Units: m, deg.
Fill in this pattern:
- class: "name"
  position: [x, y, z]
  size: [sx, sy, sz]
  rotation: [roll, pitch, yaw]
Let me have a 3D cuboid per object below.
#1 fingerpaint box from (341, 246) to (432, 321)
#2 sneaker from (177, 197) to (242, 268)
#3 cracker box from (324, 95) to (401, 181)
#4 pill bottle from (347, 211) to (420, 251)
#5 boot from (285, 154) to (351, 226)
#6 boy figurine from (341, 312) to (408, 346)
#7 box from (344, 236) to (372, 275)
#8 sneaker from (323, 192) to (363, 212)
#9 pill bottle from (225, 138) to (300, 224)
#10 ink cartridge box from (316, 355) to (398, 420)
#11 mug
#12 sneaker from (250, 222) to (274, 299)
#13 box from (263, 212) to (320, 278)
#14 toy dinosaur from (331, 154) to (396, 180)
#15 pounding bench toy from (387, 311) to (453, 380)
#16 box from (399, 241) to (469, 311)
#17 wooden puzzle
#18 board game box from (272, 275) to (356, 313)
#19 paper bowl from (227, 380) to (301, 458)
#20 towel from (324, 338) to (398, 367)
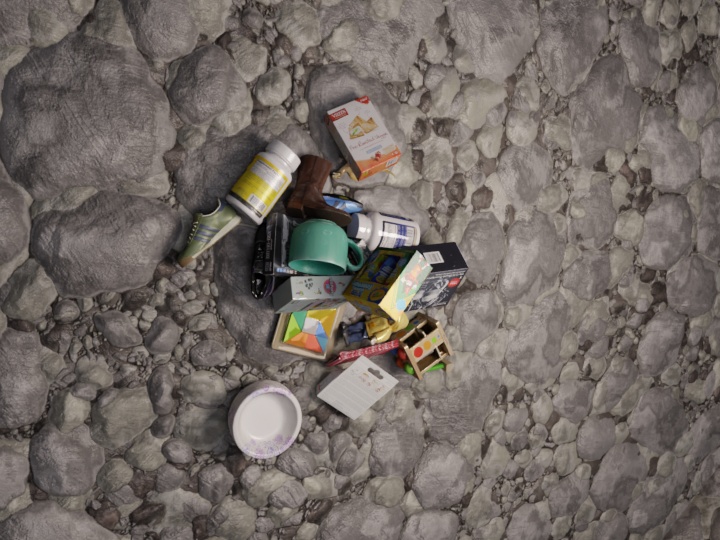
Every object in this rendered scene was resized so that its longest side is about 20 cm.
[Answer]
- class: "fingerpaint box"
  position: [0.063, 0.028, 1.502]
  size: [0.073, 0.199, 0.168]
  rotation: [43, 75, -25]
- class: "sneaker"
  position: [-0.406, -0.104, 1.514]
  size: [0.199, 0.067, 0.091]
  rotation: [-41, 106, -14]
- class: "cracker box"
  position: [0.005, -0.363, 1.616]
  size: [0.132, 0.058, 0.203]
  rotation: [-26, 78, -18]
- class: "pill bottle"
  position: [0.064, -0.109, 1.709]
  size: [0.196, 0.111, 0.114]
  rotation: [9, 96, -26]
- class: "boot"
  position: [-0.094, -0.221, 1.570]
  size: [0.182, 0.065, 0.204]
  rotation: [13, 56, 2]
- class: "boy figurine"
  position: [0.044, 0.168, 1.720]
  size: [0.195, 0.125, 0.066]
  rotation: [-14, 122, 7]
- class: "box"
  position: [0.000, 0.000, 1.669]
  size: [0.046, 0.158, 0.203]
  rotation: [-35, 112, -20]
- class: "sneaker"
  position: [-0.088, -0.173, 1.654]
  size: [0.195, 0.066, 0.080]
  rotation: [4, 107, -25]
- class: "pill bottle"
  position: [-0.249, -0.232, 1.535]
  size: [0.114, 0.114, 0.202]
  rotation: [39, 81, -25]
- class: "ink cartridge box"
  position: [-0.011, 0.334, 1.739]
  size: [0.161, 0.051, 0.200]
  rotation: [37, 109, -25]
- class: "mug"
  position: [-0.096, -0.059, 1.523]
  size: [0.183, 0.150, 0.118]
  rotation: [20, 69, -48]
- class: "sneaker"
  position: [-0.255, -0.023, 1.571]
  size: [0.074, 0.088, 0.206]
  rotation: [5, 97, 2]
- class: "box"
  position: [-0.166, -0.057, 1.592]
  size: [0.197, 0.049, 0.162]
  rotation: [10, 81, -44]
- class: "toy dinosaur"
  position: [0.006, -0.307, 1.688]
  size: [0.195, 0.058, 0.104]
  rotation: [-7, 117, -18]
- class: "pounding bench toy"
  position: [0.191, 0.267, 1.828]
  size: [0.154, 0.124, 0.203]
  rotation: [-34, 112, -16]
- class: "box"
  position: [0.189, 0.021, 1.745]
  size: [0.195, 0.106, 0.184]
  rotation: [-7, 144, -23]
- class: "wooden puzzle"
  position: [-0.144, 0.155, 1.696]
  size: [0.196, 0.037, 0.190]
  rotation: [17, 91, -27]
- class: "board game box"
  position: [-0.123, 0.064, 1.602]
  size: [0.196, 0.147, 0.066]
  rotation: [-1, 74, -29]
- class: "paper bowl"
  position: [-0.270, 0.406, 1.642]
  size: [0.196, 0.104, 0.206]
  rotation: [-5, 102, -24]
- class: "towel"
  position: [0.005, 0.244, 1.733]
  size: [0.195, 0.145, 0.023]
  rotation: [-10, 75, -24]
